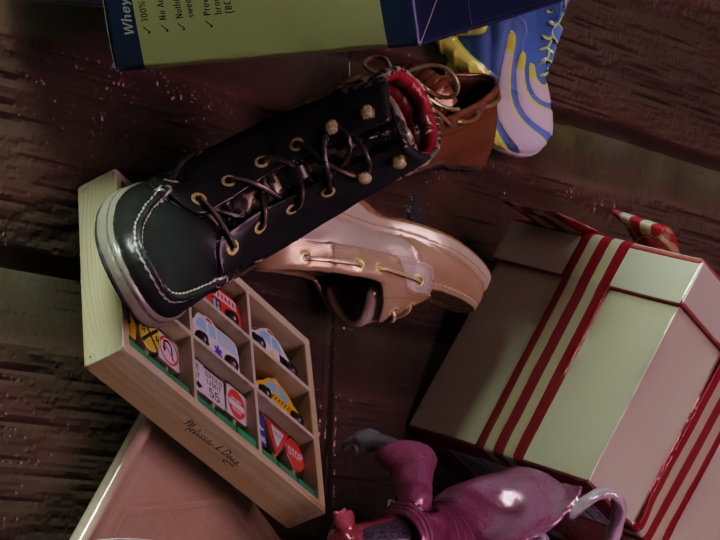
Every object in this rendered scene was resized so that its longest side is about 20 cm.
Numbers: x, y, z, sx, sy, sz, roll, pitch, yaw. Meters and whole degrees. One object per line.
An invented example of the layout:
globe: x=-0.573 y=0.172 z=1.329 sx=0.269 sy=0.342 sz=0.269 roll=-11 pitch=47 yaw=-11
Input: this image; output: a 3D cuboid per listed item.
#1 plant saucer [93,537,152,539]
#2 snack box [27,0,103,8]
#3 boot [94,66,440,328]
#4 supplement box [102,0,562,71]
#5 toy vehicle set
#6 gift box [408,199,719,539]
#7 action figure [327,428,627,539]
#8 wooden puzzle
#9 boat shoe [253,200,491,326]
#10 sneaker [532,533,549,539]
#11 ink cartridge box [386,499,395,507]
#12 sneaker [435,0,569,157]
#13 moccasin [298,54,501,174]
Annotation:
plant saucer: x=-0.125 y=0.224 z=1.354 sx=0.035 sy=0.199 sz=0.201 roll=-115 pitch=-171 yaw=-71
snack box: x=-0.118 y=-0.244 z=1.442 sx=0.168 sy=0.067 sz=0.201 roll=-1 pitch=91 yaw=-54
boot: x=-0.047 y=-0.045 z=1.405 sx=0.074 sy=0.153 sz=0.204 roll=62 pitch=20 yaw=-6
supplement box: x=-0.027 y=-0.214 z=1.339 sx=0.134 sy=0.199 sz=0.201 roll=-22 pitch=106 yaw=-50
toy vehicle set: x=-0.087 y=0.046 z=1.467 sx=0.200 sy=0.026 sz=0.125 roll=43 pitch=30 yaw=-45
gift box: x=0.153 y=0.069 z=1.718 sx=0.187 sy=0.199 sz=0.185 roll=-59 pitch=139 yaw=-15
action figure: x=0.044 y=0.170 z=1.533 sx=0.200 sy=0.148 sz=0.135 roll=13 pitch=89 yaw=-62
wooden puzzle: x=-0.112 y=0.189 z=1.469 sx=0.185 sy=0.037 sz=0.200 roll=-62 pitch=140 yaw=-34
boat shoe: x=0.000 y=0.000 z=1.600 sx=0.200 sy=0.074 sz=0.070 roll=23 pitch=73 yaw=-42
sneaker: x=0.087 y=0.247 z=1.669 sx=0.114 sy=0.072 sz=0.202 roll=102 pitch=-11 yaw=-73
ink cartridge box: x=0.006 y=0.250 z=1.622 sx=0.099 sy=0.039 sz=0.201 roll=39 pitch=60 yaw=-45
sneaker: x=0.103 y=-0.155 z=1.711 sx=0.200 sy=0.105 sz=0.076 roll=60 pitch=45 yaw=-33
moccasin: x=0.028 y=-0.098 z=1.620 sx=0.201 sy=0.073 sz=0.078 roll=-2 pitch=116 yaw=-53
